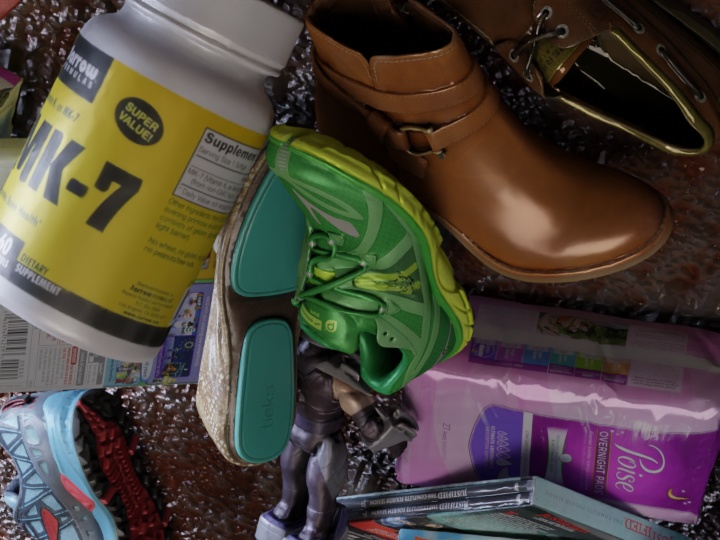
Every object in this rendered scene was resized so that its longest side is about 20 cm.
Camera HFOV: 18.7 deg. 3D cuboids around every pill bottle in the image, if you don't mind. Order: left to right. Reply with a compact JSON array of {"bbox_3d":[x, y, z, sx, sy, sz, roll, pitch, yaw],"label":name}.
[{"bbox_3d":[-0.115,-0.064,1.153,0.114,0.114,0.201,26,96,-11],"label":"pill bottle"}]

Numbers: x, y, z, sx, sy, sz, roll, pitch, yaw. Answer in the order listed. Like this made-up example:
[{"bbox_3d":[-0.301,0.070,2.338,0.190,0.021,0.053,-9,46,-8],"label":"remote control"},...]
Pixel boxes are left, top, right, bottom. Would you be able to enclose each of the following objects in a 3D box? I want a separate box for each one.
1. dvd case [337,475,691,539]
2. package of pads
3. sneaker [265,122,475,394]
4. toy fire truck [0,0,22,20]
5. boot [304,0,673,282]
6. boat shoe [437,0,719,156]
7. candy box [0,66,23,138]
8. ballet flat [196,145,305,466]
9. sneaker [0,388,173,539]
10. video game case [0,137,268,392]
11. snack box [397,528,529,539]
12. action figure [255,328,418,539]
[{"bbox_3d":[0.085,0.164,1.369,0.145,0.022,0.199,24,157,-36],"label":"dvd case"},{"bbox_3d":[0.119,0.084,1.316,0.198,0.076,0.121,8,138,8],"label":"package of pads"},{"bbox_3d":[0.000,0.000,1.178,0.074,0.084,0.200,30,161,43],"label":"sneaker"},{"bbox_3d":[-0.248,-0.199,1.130,0.168,0.112,0.200,-38,117,20],"label":"toy fire truck"},{"bbox_3d":[0.066,-0.078,1.164,0.199,0.077,0.156,18,147,24],"label":"boot"},{"bbox_3d":[0.106,-0.127,1.122,0.199,0.068,0.072,25,136,-8],"label":"boat shoe"},{"bbox_3d":[-0.282,-0.056,1.282,0.136,0.061,0.201,28,136,5],"label":"candy box"},{"bbox_3d":[-0.064,0.011,1.249,0.070,0.065,0.202,1,107,-36],"label":"ballet flat"},{"bbox_3d":[-0.190,0.156,1.479,0.095,0.079,0.201,4,126,24],"label":"sneaker"},{"bbox_3d":[-0.132,-0.002,1.292,0.181,0.022,0.201,-2,137,-16],"label":"video game case"},{"bbox_3d":[0.128,0.200,1.360,0.198,0.037,0.116,4,159,15],"label":"snack box"},{"bbox_3d":[-0.027,0.100,1.317,0.130,0.069,0.202,32,123,46],"label":"action figure"}]
